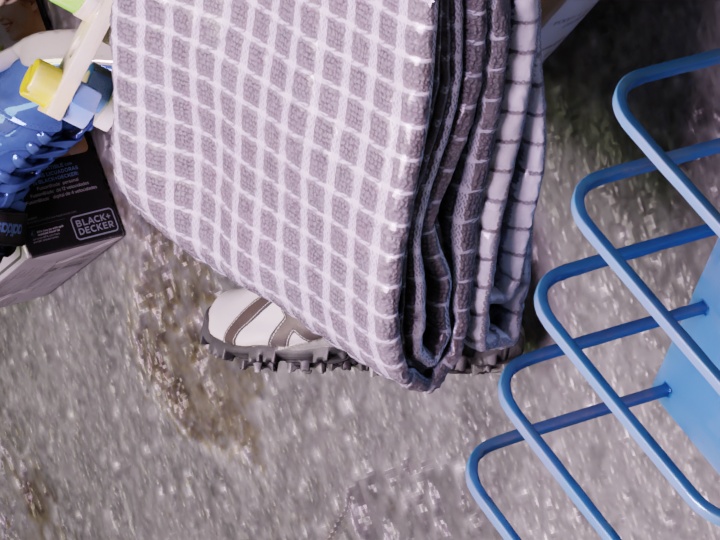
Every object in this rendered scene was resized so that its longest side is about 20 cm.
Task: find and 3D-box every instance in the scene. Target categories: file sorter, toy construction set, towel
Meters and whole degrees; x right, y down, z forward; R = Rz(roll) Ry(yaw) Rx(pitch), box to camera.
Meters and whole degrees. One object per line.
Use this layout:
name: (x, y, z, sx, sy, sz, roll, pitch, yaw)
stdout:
file sorter: (0.134, 0.033, 0.988, 0.139, 0.123, 0.200, 53, 142, 32)
toy construction set: (-0.068, -0.155, 1.205, 0.200, 0.092, 0.131, -40, 25, 18)
towel: (-0.014, -0.076, 1.000, 0.166, 0.086, 0.200, 32, 132, 38)

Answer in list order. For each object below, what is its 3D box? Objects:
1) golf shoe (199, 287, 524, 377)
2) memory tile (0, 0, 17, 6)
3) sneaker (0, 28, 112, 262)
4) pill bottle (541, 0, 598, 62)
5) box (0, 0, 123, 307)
golf shoe: (0.000, 0.000, 1.242, 0.200, 0.078, 0.095, -3, 88, 51)
memory tile: (-0.188, -0.209, 1.383, 0.200, 0.017, 0.153, -43, 66, 56)
sneaker: (-0.168, -0.053, 1.403, 0.200, 0.077, 0.111, -8, 82, 27)
pill bottle: (0.025, -0.114, 1.103, 0.114, 0.114, 0.200, 65, 147, 16)
box: (-0.206, -0.087, 1.523, 0.117, 0.060, 0.200, -30, 77, 57)
